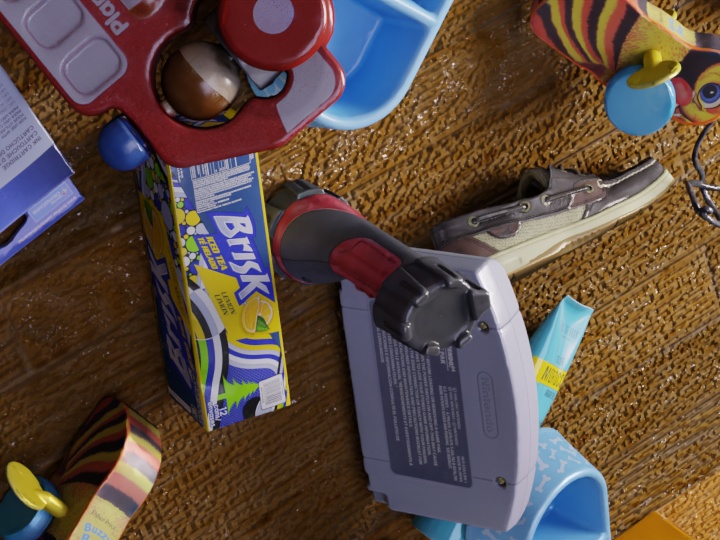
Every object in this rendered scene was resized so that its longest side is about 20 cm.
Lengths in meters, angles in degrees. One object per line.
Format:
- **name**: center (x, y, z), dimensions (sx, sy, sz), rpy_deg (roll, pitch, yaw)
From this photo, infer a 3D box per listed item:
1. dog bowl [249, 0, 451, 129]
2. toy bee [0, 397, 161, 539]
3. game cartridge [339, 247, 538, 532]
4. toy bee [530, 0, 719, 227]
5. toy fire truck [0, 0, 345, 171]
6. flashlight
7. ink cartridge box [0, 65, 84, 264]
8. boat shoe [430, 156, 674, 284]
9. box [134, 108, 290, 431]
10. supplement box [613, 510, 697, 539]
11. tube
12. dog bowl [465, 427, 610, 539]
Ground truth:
- **dog bowl**: center (0.006, -0.181, 1.500), dimensions (0.111, 0.050, 0.201), rpy_deg (24, 95, -34)
- **toy bee**: center (-0.186, 0.186, 1.506), dimensions (0.130, 0.109, 0.201), rpy_deg (15, 101, -35)
- **game cartridge**: center (0.056, 0.079, 1.590), dimensions (0.042, 0.132, 0.201), rpy_deg (-43, 133, -52)
- **toy bee**: center (0.216, -0.142, 1.596), dimensions (0.109, 0.131, 0.200), rpy_deg (-40, 126, 20)
- **toy fire truck**: center (-0.113, -0.150, 1.397), dimensions (0.168, 0.112, 0.200), rpy_deg (-38, 94, 5)
- **flashlight**: center (0.000, 0.000, 1.484), dimensions (0.068, 0.200, 0.068), rpy_deg (25, 96, -32)
- **ink cartridge box**: center (-0.257, -0.077, 1.408), dimensions (0.119, 0.042, 0.201), rpy_deg (-39, 124, -11)
- **boat shoe**: center (0.135, -0.043, 1.622), dimensions (0.199, 0.073, 0.065), rpy_deg (-27, 87, -33)
- **box**: center (-0.097, -0.004, 1.506), dimensions (0.064, 0.070, 0.201), rpy_deg (-16, 116, -22)
- **supplement box**: center (0.265, 0.299, 1.793), dimensions (0.073, 0.126, 0.201), rpy_deg (-33, 122, -16)
- **tube**: center (0.107, 0.109, 1.678), dimensions (0.201, 0.050, 0.077), rpy_deg (-60, 164, 2)
- **dog bowl**: center (0.135, 0.207, 1.697), dimensions (0.111, 0.049, 0.201), rpy_deg (-37, 137, -30)
